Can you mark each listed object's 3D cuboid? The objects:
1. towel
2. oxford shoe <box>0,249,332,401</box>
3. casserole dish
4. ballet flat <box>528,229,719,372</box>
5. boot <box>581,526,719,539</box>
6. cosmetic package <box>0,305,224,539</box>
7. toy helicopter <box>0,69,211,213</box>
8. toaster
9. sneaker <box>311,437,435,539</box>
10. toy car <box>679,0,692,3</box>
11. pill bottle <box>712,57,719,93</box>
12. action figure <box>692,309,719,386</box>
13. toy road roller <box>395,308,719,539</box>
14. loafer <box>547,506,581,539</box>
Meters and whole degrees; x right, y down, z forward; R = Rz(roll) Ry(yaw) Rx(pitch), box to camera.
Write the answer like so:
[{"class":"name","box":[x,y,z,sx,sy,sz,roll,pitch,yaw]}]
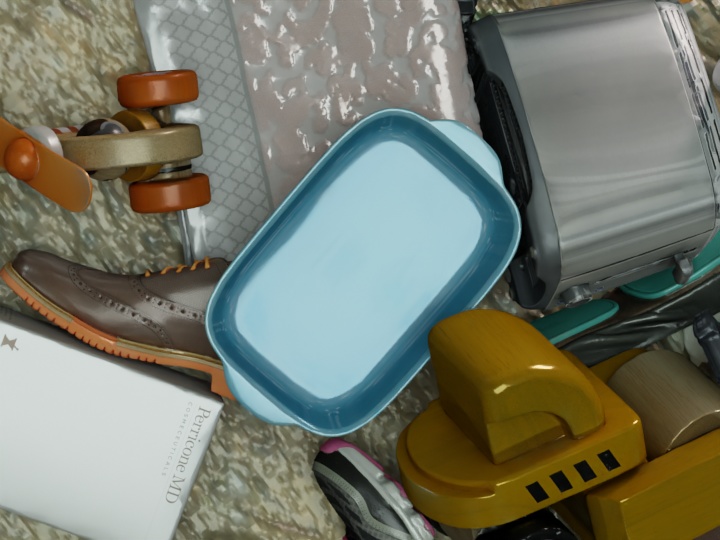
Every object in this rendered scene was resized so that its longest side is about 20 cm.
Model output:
[{"class":"towel","box":[-0.025,-0.086,1.604,0.191,0.032,0.200,-10,96,14]},{"class":"oxford shoe","box":[-0.108,0.019,1.596,0.200,0.071,0.073,20,100,-6]},{"class":"casserole dish","box":[0.000,0.000,1.552,0.121,0.039,0.200,41,90,-8]},{"class":"ballet flat","box":[0.165,0.035,1.652,0.200,0.068,0.068,-27,111,-10]},{"class":"boot","box":[0.245,0.164,1.650,0.186,0.064,0.200,-39,104,-16]},{"class":"cosmetic package","box":[-0.190,0.084,1.597,0.200,0.085,0.108,19,92,-7]},{"class":"toy helicopter","box":[-0.189,-0.064,1.566,0.200,0.132,0.079,-3,99,17]},{"class":"toaster","box":[0.134,-0.080,1.609,0.129,0.114,0.200,-12,72,-10]},{"class":"sneaker","box":[0.013,0.197,1.636,0.087,0.074,0.200,-30,100,-9]},{"class":"toy car","box":[0.172,-0.219,1.610,0.177,0.184,0.200,-40,128,0]},{"class":"pill bottle","box":[0.303,-0.069,1.588,0.116,0.116,0.200,-46,104,-3]},{"class":"action figure","box":[0.288,0.080,1.600,0.105,0.194,0.200,-39,140,10]},{"class":"toy road roller","box":[0.117,0.085,1.540,0.200,0.123,0.146,-22,123,-15]},{"class":"loafer","box":[0.124,0.198,1.650,0.070,0.075,0.200,0,93,-3]}]
